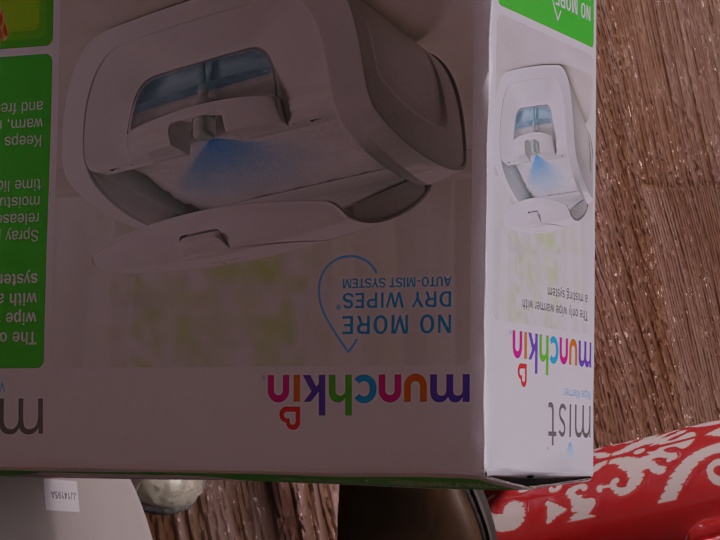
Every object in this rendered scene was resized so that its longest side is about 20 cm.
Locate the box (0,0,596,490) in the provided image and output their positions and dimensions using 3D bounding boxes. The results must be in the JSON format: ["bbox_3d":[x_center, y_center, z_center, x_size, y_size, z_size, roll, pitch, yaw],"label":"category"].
[{"bbox_3d":[-0.031,-0.020,0.793,0.097,0.200,0.177,12,79,-64],"label":"box"}]

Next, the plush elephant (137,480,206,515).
[{"bbox_3d":[0.000,0.000,1.031,0.165,0.155,0.200,-14,109,-68],"label":"plush elephant"}]

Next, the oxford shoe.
[{"bbox_3d":[0.017,0.154,1.114,0.084,0.073,0.200,-35,125,-59],"label":"oxford shoe"}]

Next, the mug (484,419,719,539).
[{"bbox_3d":[0.148,0.137,1.291,0.178,0.200,0.134,42,43,-53],"label":"mug"}]

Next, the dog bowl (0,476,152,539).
[{"bbox_3d":[-0.123,0.117,0.871,0.200,0.059,0.200,-12,90,-67],"label":"dog bowl"}]
